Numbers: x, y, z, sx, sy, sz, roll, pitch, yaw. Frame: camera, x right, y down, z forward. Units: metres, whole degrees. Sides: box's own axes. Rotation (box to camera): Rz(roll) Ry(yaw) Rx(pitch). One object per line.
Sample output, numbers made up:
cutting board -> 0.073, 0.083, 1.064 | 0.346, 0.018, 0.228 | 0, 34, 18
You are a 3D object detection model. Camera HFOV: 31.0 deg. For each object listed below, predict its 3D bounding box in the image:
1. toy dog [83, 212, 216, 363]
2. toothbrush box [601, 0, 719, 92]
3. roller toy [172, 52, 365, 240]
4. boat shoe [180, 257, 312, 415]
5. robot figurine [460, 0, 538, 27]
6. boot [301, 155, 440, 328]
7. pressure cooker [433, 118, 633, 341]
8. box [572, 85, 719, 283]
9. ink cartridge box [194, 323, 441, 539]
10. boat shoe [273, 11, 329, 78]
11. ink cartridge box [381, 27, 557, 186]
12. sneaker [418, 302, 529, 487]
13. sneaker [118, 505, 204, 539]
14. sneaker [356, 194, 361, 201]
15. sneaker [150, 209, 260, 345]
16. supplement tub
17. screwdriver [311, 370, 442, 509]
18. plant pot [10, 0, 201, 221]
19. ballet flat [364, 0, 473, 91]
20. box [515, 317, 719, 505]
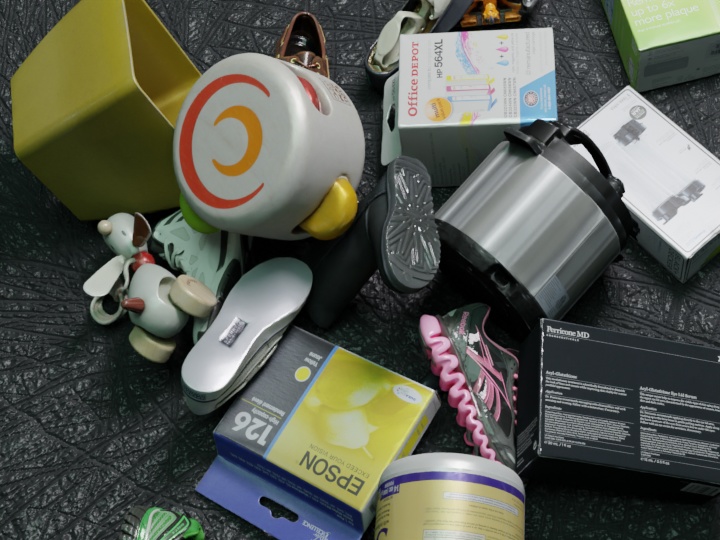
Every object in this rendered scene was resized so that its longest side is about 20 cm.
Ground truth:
toy dog -> -0.243, 0.009, 1.380 | 0.199, 0.096, 0.133 | 25, 90, 41
toothbrush box -> 0.365, -0.327, 1.529 | 0.144, 0.086, 0.202 | -12, 60, 1
roller toy -> -0.091, -0.127, 1.367 | 0.198, 0.139, 0.185 | 2, 87, 34
boat shoe -> -0.118, 0.070, 1.364 | 0.071, 0.066, 0.201 | 27, 56, 10
robot figurine -> 0.155, -0.379, 1.601 | 0.143, 0.058, 0.202 | -4, 61, 6
boot -> 0.000, -0.001, 1.345 | 0.065, 0.200, 0.166 | 26, 46, -23
pressure cooker -> 0.186, -0.048, 1.348 | 0.178, 0.176, 0.200 | 42, 83, 8
box -> 0.324, -0.096, 1.426 | 0.116, 0.060, 0.200 | -39, 64, -13
ink cartridge box -> -0.049, 0.174, 1.328 | 0.196, 0.047, 0.201 | 22, 65, 28
boat shoe -> -0.072, -0.226, 1.507 | 0.069, 0.071, 0.201 | 8, 41, -14
ink cartridge box -> 0.119, -0.181, 1.462 | 0.197, 0.126, 0.130 | -2, 62, 6
sneaker -> 0.135, 0.122, 1.314 | 0.094, 0.079, 0.202 | -23, 77, -8
sneaker -> -0.200, 0.327, 1.264 | 0.084, 0.078, 0.202 | 1, 62, 8
sneaker -> -0.055, -0.128, 1.490 | 0.199, 0.077, 0.082 | 39, 65, 22
sneaker -> -0.182, 0.006, 1.445 | 0.114, 0.076, 0.203 | -2, 54, 17
supplement tub -> 0.081, 0.287, 1.208 | 0.143, 0.146, 0.202 | 1, 62, 8
screwdriver -> 0.019, 0.172, 1.340 | 0.028, 0.029, 0.200 | 39, 68, 24
plant pot -> -0.285, -0.174, 1.472 | 0.175, 0.200, 0.202 | -26, 49, 11
ballet flat -> 0.072, -0.298, 1.524 | 0.073, 0.073, 0.201 | 43, 98, 25
box -> 0.257, 0.139, 1.270 | 0.197, 0.079, 0.143 | 10, 65, -8
